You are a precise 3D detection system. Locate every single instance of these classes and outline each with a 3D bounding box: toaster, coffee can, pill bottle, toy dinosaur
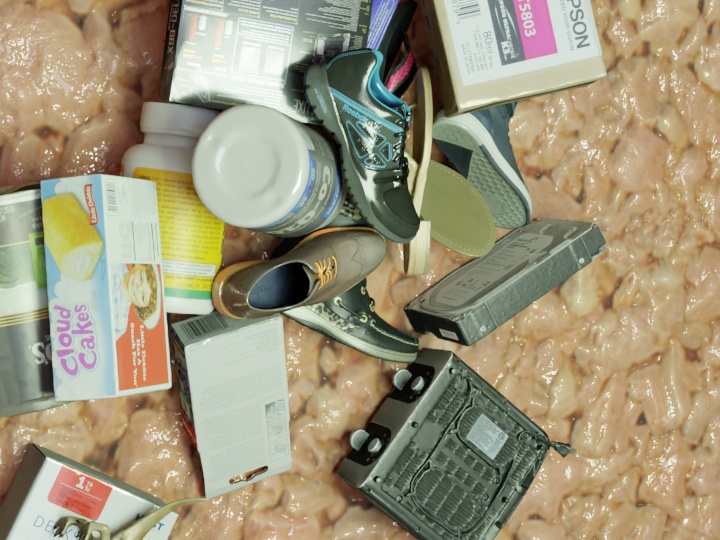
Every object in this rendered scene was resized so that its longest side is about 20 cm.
[{"bbox_3d":[0.097,0.206,1.596,0.200,0.118,0.182,40,80,-20],"label":"toaster"},{"bbox_3d":[-0.335,0.025,1.381,0.145,0.146,0.203,-11,99,-22],"label":"coffee can"},{"bbox_3d":[-0.080,-0.091,1.412,0.112,0.200,0.115,-1,88,13],"label":"pill bottle"},{"bbox_3d":[-0.189,-0.063,1.456,0.112,0.113,0.203,6,91,-23],"label":"pill bottle"},{"bbox_3d":[-0.246,0.274,1.418,0.101,0.058,0.201,40,86,-36],"label":"toy dinosaur"}]

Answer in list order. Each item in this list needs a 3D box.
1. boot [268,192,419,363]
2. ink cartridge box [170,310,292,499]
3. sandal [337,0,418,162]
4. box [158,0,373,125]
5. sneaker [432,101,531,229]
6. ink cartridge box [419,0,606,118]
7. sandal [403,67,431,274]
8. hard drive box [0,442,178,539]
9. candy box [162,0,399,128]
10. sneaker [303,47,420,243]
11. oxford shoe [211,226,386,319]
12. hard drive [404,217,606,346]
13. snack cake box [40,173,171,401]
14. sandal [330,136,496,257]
[{"bbox_3d":[0.000,0.000,1.554,0.202,0.073,0.155,25,93,-19],"label":"boot"},{"bbox_3d":[-0.132,0.134,1.520,0.108,0.050,0.202,-17,125,-21],"label":"ink cartridge box"},{"bbox_3d":[0.029,-0.193,1.543,0.045,0.075,0.202,18,73,8],"label":"sandal"},{"bbox_3d":[-0.090,-0.232,1.436,0.198,0.050,0.160,6,97,-22],"label":"box"},{"bbox_3d":[0.153,-0.153,1.613,0.203,0.076,0.147,56,43,-45],"label":"sneaker"},{"bbox_3d":[0.147,-0.272,1.480,0.163,0.075,0.202,-14,92,-7],"label":"ink cartridge box"},{"bbox_3d":[0.035,-0.103,1.500,0.069,0.078,0.215,0,92,-7],"label":"sandal"},{"bbox_3d":[-0.300,0.299,1.458,0.155,0.077,0.202,27,83,-23],"label":"hard drive box"},{"bbox_3d":[-0.080,-0.265,1.504,0.199,0.077,0.171,27,85,-24],"label":"candy box"},{"bbox_3d":[0.019,-0.119,1.417,0.081,0.073,0.201,-21,110,18],"label":"sneaker"},{"bbox_3d":[-0.047,0.007,1.457,0.198,0.073,0.072,-23,105,-28],"label":"oxford shoe"},{"bbox_3d":[0.158,0.008,1.595,0.199,0.139,0.038,-32,106,-17],"label":"hard drive"},{"bbox_3d":[-0.235,0.016,1.351,0.066,0.115,0.203,-5,88,16],"label":"snack cake box"},{"bbox_3d":[0.055,-0.084,1.588,0.211,0.070,0.078,37,71,1],"label":"sandal"}]
